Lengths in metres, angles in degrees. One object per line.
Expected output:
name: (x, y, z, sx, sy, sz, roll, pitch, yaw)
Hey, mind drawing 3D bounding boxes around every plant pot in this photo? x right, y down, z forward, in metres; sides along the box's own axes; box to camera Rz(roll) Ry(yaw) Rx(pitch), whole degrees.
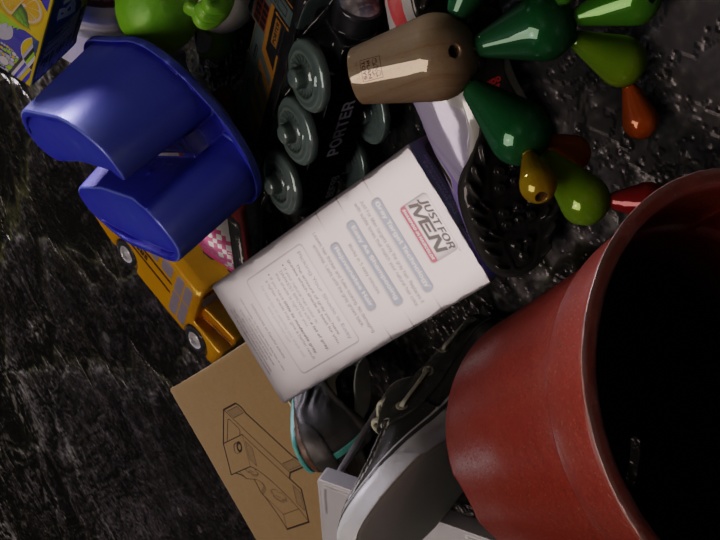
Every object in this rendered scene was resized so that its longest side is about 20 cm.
plant pot: (0.148, 0.074, 0.577, 0.202, 0.199, 0.195, 58, 154, 0)

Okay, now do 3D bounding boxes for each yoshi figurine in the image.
yoshi figurine: (-0.115, -0.207, 0.724, 0.110, 0.114, 0.201, 19, 149, 0)

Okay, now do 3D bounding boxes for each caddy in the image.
caddy: (-0.149, -0.094, 0.784, 0.199, 0.105, 0.142, 18, 147, 54)

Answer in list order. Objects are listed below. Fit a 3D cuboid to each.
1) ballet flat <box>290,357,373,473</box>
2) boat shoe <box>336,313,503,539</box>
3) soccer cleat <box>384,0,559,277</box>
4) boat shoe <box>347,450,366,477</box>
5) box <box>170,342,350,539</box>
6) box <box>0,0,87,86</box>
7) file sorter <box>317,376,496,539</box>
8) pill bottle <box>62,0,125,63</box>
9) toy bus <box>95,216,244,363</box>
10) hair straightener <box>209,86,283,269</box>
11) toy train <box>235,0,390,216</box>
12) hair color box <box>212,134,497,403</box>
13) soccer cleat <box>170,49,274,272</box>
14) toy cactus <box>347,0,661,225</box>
ballet flat: (-0.026, 0.076, 0.878, 0.068, 0.068, 0.201, 55, -168, -40)
boat shoe: (0.043, 0.104, 0.712, 0.063, 0.200, 0.071, 22, 140, 34)
soccer cleat: (0.065, -0.094, 0.663, 0.073, 0.067, 0.203, 26, 140, 67)
boat shoe: (-0.076, 0.162, 1.026, 0.198, 0.069, 0.075, 9, 123, 49)
box: (-0.076, 0.166, 0.959, 0.163, 0.021, 0.202, -31, 90, 49)
box: (-0.210, -0.220, 0.727, 0.070, 0.065, 0.200, 32, 138, -5)
file sorter: (0.062, 0.202, 0.812, 0.137, 0.125, 0.202, 15, 130, 22)
pill bottle: (-0.189, -0.254, 0.813, 0.109, 0.109, 0.201, 43, 143, 21)
toy bus: (-0.162, -0.014, 1.006, 0.200, 0.065, 0.079, 48, 143, 16)
hair straightener: (-0.070, -0.041, 0.859, 0.041, 0.076, 0.204, -11, 90, 42)
toy train: (-0.034, -0.126, 0.746, 0.115, 0.084, 0.201, 59, 152, 24)
hair color box: (0.000, 0.000, 0.752, 0.199, 0.060, 0.100, -33, 90, 36)
soccer cleat: (-0.120, -0.085, 0.893, 0.201, 0.070, 0.086, 54, 140, 3)
toy cactus: (0.072, -0.113, 0.565, 0.162, 0.102, 0.203, -10, 107, 20)
